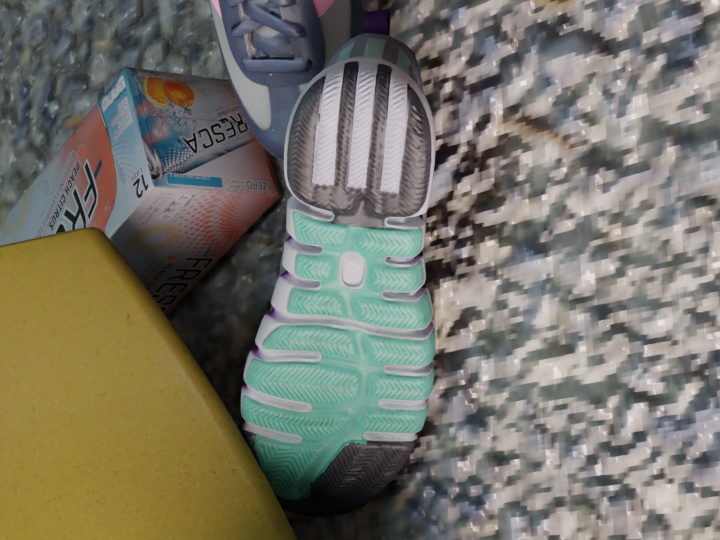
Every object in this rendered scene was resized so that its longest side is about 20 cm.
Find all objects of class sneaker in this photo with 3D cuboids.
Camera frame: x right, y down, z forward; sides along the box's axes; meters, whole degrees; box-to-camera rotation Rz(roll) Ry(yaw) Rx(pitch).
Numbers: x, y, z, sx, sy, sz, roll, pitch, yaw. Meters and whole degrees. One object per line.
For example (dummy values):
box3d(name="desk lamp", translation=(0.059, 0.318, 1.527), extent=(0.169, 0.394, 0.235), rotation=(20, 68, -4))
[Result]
box3d(name="sneaker", translation=(-0.046, -0.133, 0.907), extent=(0.070, 0.082, 0.201), rotation=(-6, 103, 25))
box3d(name="sneaker", translation=(0.000, 0.000, 0.908), extent=(0.088, 0.074, 0.201), rotation=(-77, -2, -62))

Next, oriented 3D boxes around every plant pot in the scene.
box3d(name="plant pot", translation=(-0.159, 0.094, 0.938), extent=(0.200, 0.199, 0.177), rotation=(-39, 67, 63))

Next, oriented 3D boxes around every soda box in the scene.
box3d(name="soda box", translation=(-0.119, -0.012, 1.054), extent=(0.200, 0.068, 0.064), rotation=(-45, 53, 44))
